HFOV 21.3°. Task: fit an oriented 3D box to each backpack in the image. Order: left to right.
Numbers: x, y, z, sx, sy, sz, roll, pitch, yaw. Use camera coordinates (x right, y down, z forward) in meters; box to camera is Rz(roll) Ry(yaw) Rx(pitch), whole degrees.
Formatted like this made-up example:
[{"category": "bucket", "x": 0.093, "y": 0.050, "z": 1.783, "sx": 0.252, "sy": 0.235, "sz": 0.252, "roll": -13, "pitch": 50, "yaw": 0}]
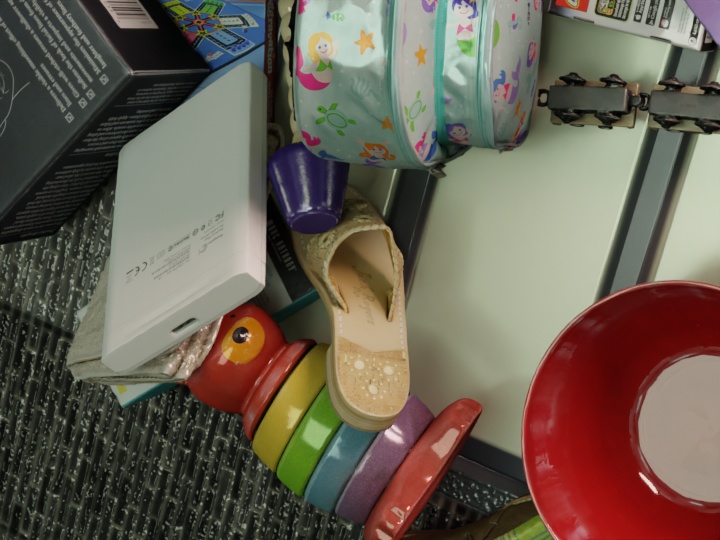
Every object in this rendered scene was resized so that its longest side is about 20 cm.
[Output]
[{"category": "backpack", "x": 0.034, "y": -0.149, "z": 1.220, "sx": 0.150, "sy": 0.200, "sz": 0.179, "roll": 8, "pitch": 99, "yaw": 24}]

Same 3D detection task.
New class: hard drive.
[{"category": "hard drive", "x": -0.118, "y": -0.038, "z": 1.305, "sx": 0.132, "sy": 0.027, "sz": 0.201, "roll": -31, "pitch": 40, "yaw": 27}]

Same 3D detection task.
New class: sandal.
[{"category": "sandal", "x": 0.005, "y": 0.000, "z": 1.280, "sx": 0.070, "sy": 0.077, "sz": 0.213, "roll": 119, "pitch": 150, "yaw": -47}]

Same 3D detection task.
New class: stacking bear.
[{"category": "stacking bear", "x": -0.034, "y": 0.095, "z": 1.319, "sx": 0.199, "sy": 0.114, "sz": 0.122, "roll": 34, "pitch": 72, "yaw": 8}]

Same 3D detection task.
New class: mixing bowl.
[{"category": "mixing bowl", "x": 0.210, "y": 0.105, "z": 1.205, "sx": 0.199, "sy": 0.108, "sz": 0.202, "roll": 0, "pitch": 91, "yaw": 21}]

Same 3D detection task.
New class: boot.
[{"category": "boot", "x": 0.084, "y": 0.201, "z": 1.311, "sx": 0.199, "sy": 0.075, "sz": 0.074, "roll": -18, "pitch": 86, "yaw": 27}]

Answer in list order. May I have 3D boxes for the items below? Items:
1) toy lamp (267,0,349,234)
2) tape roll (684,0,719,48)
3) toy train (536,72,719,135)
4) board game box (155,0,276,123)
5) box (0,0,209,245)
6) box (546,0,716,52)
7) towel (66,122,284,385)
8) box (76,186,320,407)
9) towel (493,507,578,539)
[{"category": "toy lamp", "x": -0.040, "y": -0.120, "z": 1.303, "sx": 0.058, "sy": 0.058, "sz": 0.201, "roll": -20, "pitch": 60, "yaw": 28}, {"category": "tape roll", "x": 0.266, "y": -0.154, "z": 1.097, "sx": 0.085, "sy": 0.200, "sz": 0.200, "roll": -42, "pitch": 77, "yaw": 25}, {"category": "toy train", "x": 0.209, "y": -0.103, "z": 1.222, "sx": 0.199, "sy": 0.046, "sz": 0.034, "roll": 6, "pitch": 88, "yaw": 24}, {"category": "board game box", "x": -0.152, "y": -0.161, "z": 1.420, "sx": 0.199, "sy": 0.019, "sz": 0.104, "roll": 6, "pitch": 101, "yaw": 27}, {"category": "box", "x": -0.237, "y": -0.136, "z": 1.397, "sx": 0.200, "sy": 0.107, "sz": 0.149, "roll": -42, "pitch": 77, "yaw": 25}, {"category": "box", "x": 0.194, "y": -0.250, "z": 1.216, "sx": 0.110, "sy": 0.035, "sz": 0.201, "roll": 19, "pitch": 105, "yaw": 25}, {"category": "towel", "x": -0.132, "y": -0.011, "z": 1.348, "sx": 0.132, "sy": 0.034, "sz": 0.201, "roll": -7, "pitch": 56, "yaw": 44}, {"category": "box", "x": -0.110, "y": 0.019, "z": 1.404, "sx": 0.199, "sy": 0.049, "sz": 0.083, "roll": -31, "pitch": 82, "yaw": 28}, {"category": "towel", "x": 0.087, "y": 0.227, "z": 1.289, "sx": 0.199, "sy": 0.143, "sz": 0.023, "roll": -30, "pitch": 44, "yaw": 29}]
